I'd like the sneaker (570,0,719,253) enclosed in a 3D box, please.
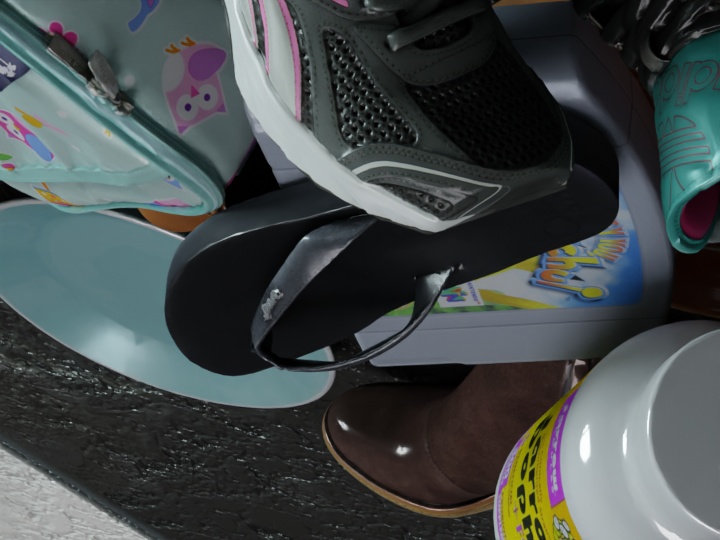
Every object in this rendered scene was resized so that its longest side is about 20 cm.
[{"bbox_3d":[0.096,-0.069,0.611,0.199,0.121,0.084,19,151,6],"label":"sneaker"}]

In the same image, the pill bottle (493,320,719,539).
[{"bbox_3d":[0.117,0.079,0.767,0.104,0.105,0.200,21,163,-1],"label":"pill bottle"}]

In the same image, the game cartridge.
[{"bbox_3d":[0.046,-0.022,0.742,0.133,0.041,0.200,-7,148,13],"label":"game cartridge"}]

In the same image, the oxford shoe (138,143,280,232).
[{"bbox_3d":[-0.052,-0.046,0.836,0.071,0.072,0.200,27,155,-18],"label":"oxford shoe"}]

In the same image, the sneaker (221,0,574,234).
[{"bbox_3d":[-0.008,-0.102,0.609,0.200,0.080,0.086,49,148,14],"label":"sneaker"}]

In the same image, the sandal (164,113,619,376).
[{"bbox_3d":[0.000,0.000,0.709,0.076,0.043,0.200,28,143,-34],"label":"sandal"}]

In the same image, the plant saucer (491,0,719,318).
[{"bbox_3d":[0.125,-0.044,0.751,0.200,0.032,0.200,16,155,8],"label":"plant saucer"}]

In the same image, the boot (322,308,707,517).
[{"bbox_3d":[0.070,0.053,0.971,0.199,0.072,0.167,14,142,18],"label":"boot"}]

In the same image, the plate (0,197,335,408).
[{"bbox_3d":[-0.103,0.012,1.041,0.199,0.026,0.200,16,154,8],"label":"plate"}]

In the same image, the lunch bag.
[{"bbox_3d":[-0.122,-0.083,0.758,0.160,0.077,0.200,41,164,-27],"label":"lunch bag"}]
